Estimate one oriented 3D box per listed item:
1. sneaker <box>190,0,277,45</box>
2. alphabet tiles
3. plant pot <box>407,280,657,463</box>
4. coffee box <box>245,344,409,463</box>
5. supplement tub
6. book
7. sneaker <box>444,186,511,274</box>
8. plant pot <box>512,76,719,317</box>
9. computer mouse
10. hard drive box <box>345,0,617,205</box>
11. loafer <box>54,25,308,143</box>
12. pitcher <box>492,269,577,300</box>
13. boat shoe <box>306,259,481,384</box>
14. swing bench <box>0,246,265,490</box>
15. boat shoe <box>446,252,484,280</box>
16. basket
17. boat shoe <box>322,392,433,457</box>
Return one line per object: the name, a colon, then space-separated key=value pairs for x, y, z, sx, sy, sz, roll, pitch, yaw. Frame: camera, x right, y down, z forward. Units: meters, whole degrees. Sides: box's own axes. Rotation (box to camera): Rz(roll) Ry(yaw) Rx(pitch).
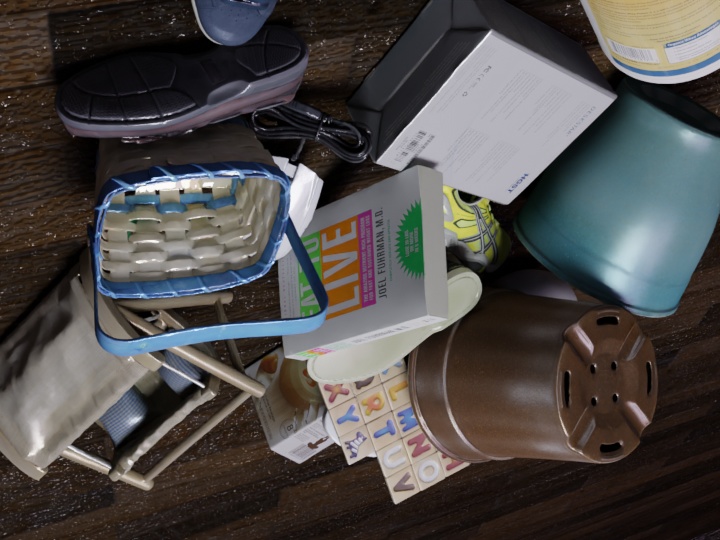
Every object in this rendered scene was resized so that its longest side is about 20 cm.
sneaker: x=-0.062 y=-0.220 z=0.662 sx=0.074 sy=0.085 sz=0.201 roll=-5 pitch=143 yaw=-30
alphabet tiles: x=0.048 y=0.145 z=1.073 sx=0.165 sy=0.203 sz=0.008 roll=-24 pitch=-166 yaw=-16
plant pot: x=0.185 y=0.111 z=1.016 sx=0.198 sy=0.204 sz=0.197 roll=0 pitch=179 yaw=-36
coffee box: x=-0.026 y=0.122 z=1.157 sx=0.198 sy=0.115 sz=0.080 roll=-33 pitch=147 yaw=9
supplement tub: x=0.233 y=-0.255 z=0.768 sx=0.144 sy=0.146 sz=0.200 roll=-34 pitch=148 yaw=13
book: x=0.000 y=0.000 z=0.909 sx=0.048 sy=0.136 sz=0.198 roll=13 pitch=157 yaw=-39
sneaker: x=0.117 y=-0.053 z=1.047 sx=0.077 sy=0.076 sz=0.199 roll=-48 pitch=149 yaw=17
plant pot: x=0.287 y=-0.088 z=1.022 sx=0.198 sy=0.200 sz=0.190 roll=2 pitch=124 yaw=-37
computer mouse: x=-0.070 y=-0.067 z=0.887 sx=0.108 sy=0.044 sz=0.201 roll=17 pitch=136 yaw=-10
hard drive box: x=0.112 y=-0.154 z=0.891 sx=0.198 sy=0.078 sz=0.156 roll=12 pitch=132 yaw=-45
loafer: x=-0.132 y=-0.131 z=0.758 sx=0.197 sy=0.073 sz=0.063 roll=-19 pitch=152 yaw=-18
pitcher: x=0.160 y=0.071 z=1.222 sx=0.198 sy=0.170 sz=0.123 roll=-27 pitch=123 yaw=-32
boat shoe: x=0.026 y=0.044 z=1.007 sx=0.198 sy=0.066 sz=0.075 roll=-33 pitch=128 yaw=-6
swing bench: x=-0.239 y=0.106 z=0.964 sx=0.198 sy=0.131 sz=0.199 roll=-41 pitch=145 yaw=23
boat shoe: x=0.081 y=-0.003 z=1.098 sx=0.072 sy=0.066 sz=0.199 roll=-41 pitch=145 yaw=24
basket: x=-0.128 y=-0.026 z=0.775 sx=0.173 sy=0.202 sz=0.140 roll=-4 pitch=135 yaw=-20
boat shoe: x=0.045 y=0.171 z=1.111 sx=0.197 sy=0.070 sz=0.056 roll=6 pitch=-178 yaw=-22
